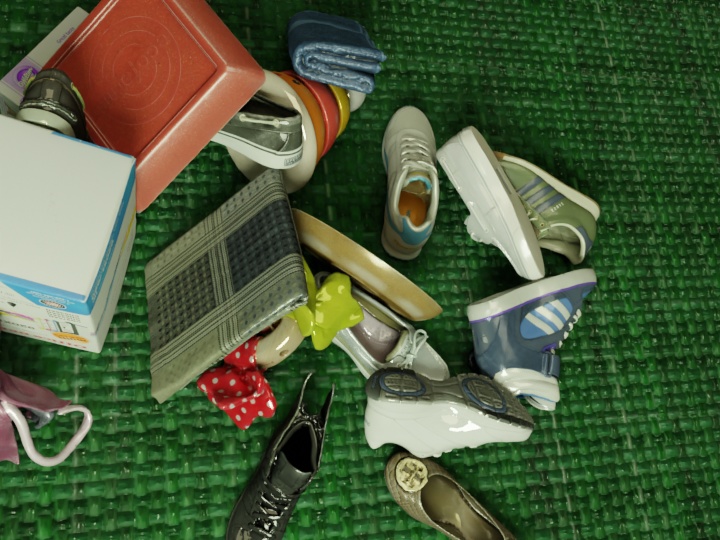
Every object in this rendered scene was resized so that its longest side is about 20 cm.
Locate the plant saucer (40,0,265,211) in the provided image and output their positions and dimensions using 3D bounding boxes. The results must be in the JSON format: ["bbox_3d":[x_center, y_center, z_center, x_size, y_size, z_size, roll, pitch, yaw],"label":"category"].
[{"bbox_3d":[-0.228,-0.203,0.795,0.199,0.037,0.201,-42,79,10],"label":"plant saucer"}]

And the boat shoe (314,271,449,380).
[{"bbox_3d":[0.021,0.076,0.876,0.201,0.065,0.075,40,65,1],"label":"boat shoe"}]

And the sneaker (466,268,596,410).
[{"bbox_3d":[0.222,0.089,0.933,0.196,0.080,0.150,-15,88,-29],"label":"sneaker"}]

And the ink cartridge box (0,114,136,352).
[{"bbox_3d":[-0.306,-0.025,0.744,0.144,0.200,0.148,15,68,-10],"label":"ink cartridge box"}]

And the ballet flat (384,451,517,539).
[{"bbox_3d":[0.110,0.270,0.840,0.199,0.046,0.068,42,64,2],"label":"ballet flat"}]

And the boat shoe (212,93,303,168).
[{"bbox_3d":[-0.144,-0.177,0.830,0.196,0.065,0.071,23,42,18],"label":"boat shoe"}]

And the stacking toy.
[{"bbox_3d":[-0.062,-0.196,0.939,0.146,0.146,0.199,46,47,4],"label":"stacking toy"}]

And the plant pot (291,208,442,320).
[{"bbox_3d":[0.000,0.000,0.835,0.198,0.200,0.028,35,85,-2],"label":"plant pot"}]

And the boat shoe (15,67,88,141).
[{"bbox_3d":[-0.308,-0.133,0.781,0.070,0.201,0.062,13,72,-17],"label":"boat shoe"}]

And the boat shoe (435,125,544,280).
[{"bbox_3d":[0.156,-0.072,0.939,0.203,0.068,0.072,60,25,-4],"label":"boat shoe"}]

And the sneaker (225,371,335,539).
[{"bbox_3d":[-0.080,0.209,0.776,0.059,0.104,0.203,25,65,-6],"label":"sneaker"}]

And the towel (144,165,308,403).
[{"bbox_3d":[-0.140,0.012,0.783,0.198,0.034,0.195,-34,46,16],"label":"towel"}]

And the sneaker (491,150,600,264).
[{"bbox_3d":[0.218,-0.076,0.988,0.196,0.067,0.091,24,60,-10],"label":"sneaker"}]

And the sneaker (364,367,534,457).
[{"bbox_3d":[0.094,0.163,0.851,0.195,0.089,0.075,10,27,-7],"label":"sneaker"}]

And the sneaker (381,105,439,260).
[{"bbox_3d":[0.067,-0.120,0.955,0.075,0.081,0.205,6,67,-12],"label":"sneaker"}]

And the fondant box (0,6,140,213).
[{"bbox_3d":[-0.290,-0.185,0.887,0.198,0.058,0.146,35,64,0],"label":"fondant box"}]

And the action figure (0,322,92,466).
[{"bbox_3d":[-0.347,0.107,0.681,0.146,0.202,0.135,20,52,12],"label":"action figure"}]

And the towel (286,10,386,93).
[{"bbox_3d":[-0.035,-0.275,0.939,0.109,0.049,0.201,9,28,-12],"label":"towel"}]

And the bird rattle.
[{"bbox_3d":[-0.098,0.059,0.825,0.112,0.200,0.164,27,23,-44],"label":"bird rattle"}]
